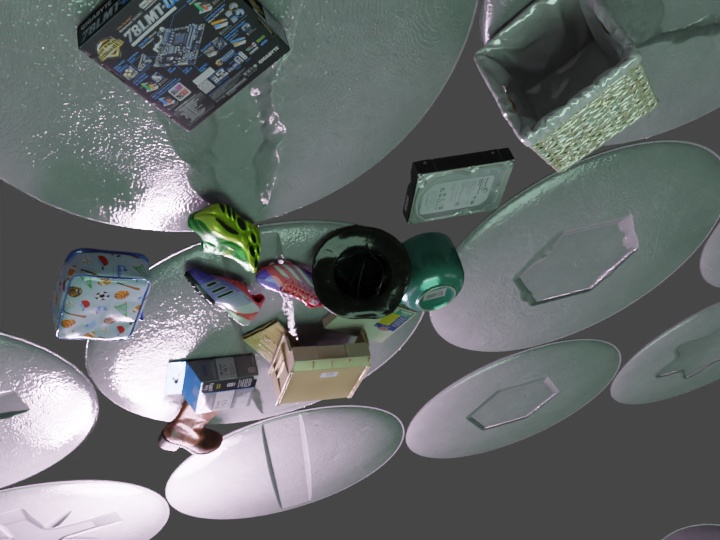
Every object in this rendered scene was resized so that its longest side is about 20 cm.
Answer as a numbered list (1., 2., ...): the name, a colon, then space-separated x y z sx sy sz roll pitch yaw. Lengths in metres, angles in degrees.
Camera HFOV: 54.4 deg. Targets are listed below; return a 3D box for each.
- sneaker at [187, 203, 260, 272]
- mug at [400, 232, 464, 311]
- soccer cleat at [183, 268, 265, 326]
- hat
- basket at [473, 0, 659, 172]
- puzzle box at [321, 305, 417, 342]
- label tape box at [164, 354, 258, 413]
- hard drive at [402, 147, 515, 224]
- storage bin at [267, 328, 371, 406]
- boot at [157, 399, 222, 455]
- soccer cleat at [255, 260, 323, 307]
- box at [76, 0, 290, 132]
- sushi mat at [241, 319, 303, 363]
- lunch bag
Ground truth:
1. sneaker: -0.235 -0.059 1.237 0.082 0.076 0.200 -2 154 19
2. mug: 0.132 0.022 1.480 0.150 0.116 0.184 19 130 -43
3. soccer cleat: -0.262 0.037 1.359 0.073 0.068 0.200 -47 139 -2
4. hat: 0.000 0.000 1.403 0.195 0.081 0.206 -1 100 -5
5. basket: 0.312 -0.290 1.067 0.198 0.201 0.160 -35 146 21
6. puzzle box: 0.023 0.107 1.622 0.198 0.026 0.133 19 130 -43
7. label tape box: -0.346 0.266 1.620 0.195 0.064 0.146 -4 142 -23
8. hard drive: 0.184 -0.158 1.328 0.195 0.038 0.141 -11 145 -15
9. storage bin: -0.095 0.221 1.625 0.195 0.095 0.200 -1 145 -22
10. boot: -0.392 0.378 1.776 0.186 0.069 0.201 21 122 -34
11. soccer cleat: -0.118 0.036 1.405 0.197 0.078 0.067 14 135 -40
12. box: -0.225 -0.300 0.911 0.198 0.050 0.198 -33 143 18
13. sushi mat: -0.190 0.176 1.619 0.094 0.012 0.201 -26 146 6
14. lunch bag: -0.459 0.049 1.253 0.157 0.077 0.201 3 139 -33
